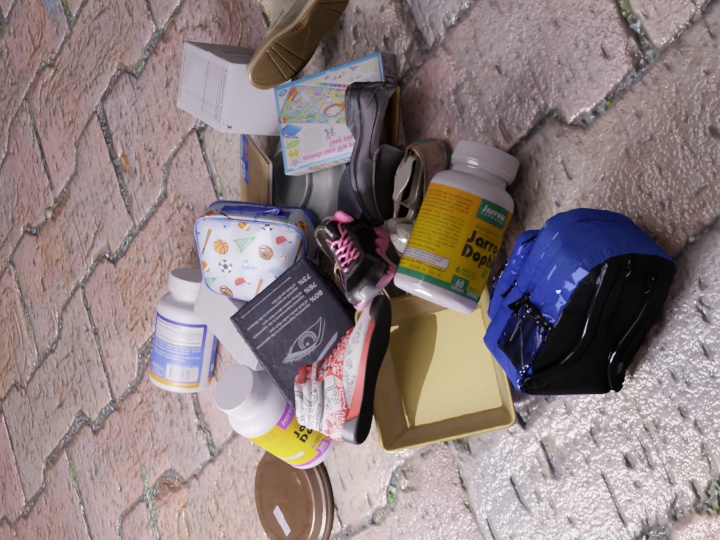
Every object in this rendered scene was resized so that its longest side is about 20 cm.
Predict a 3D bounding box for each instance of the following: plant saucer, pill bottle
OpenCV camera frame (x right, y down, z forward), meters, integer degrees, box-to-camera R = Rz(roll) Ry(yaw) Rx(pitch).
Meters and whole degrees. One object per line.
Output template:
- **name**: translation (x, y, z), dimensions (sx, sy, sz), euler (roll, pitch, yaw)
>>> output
- **plant saucer**: translation (-0.114, 0.369, 1.897), dimensions (0.200, 0.029, 0.201), euler (6, 98, 50)
- **pill bottle**: translation (-0.303, 0.102, 2.047), dimensions (0.112, 0.112, 0.201), euler (27, 113, 47)
- **plant saucer**: translation (-0.093, -0.139, 1.817), dimensions (0.200, 0.050, 0.201), euler (6, 98, 51)
- **pill bottle**: translation (-0.128, 0.215, 1.752), dimensions (0.104, 0.200, 0.105), euler (-20, 51, 27)
- **pill bottle**: translation (0.126, -0.056, 1.470), dimensions (0.113, 0.113, 0.201), euler (18, 86, 49)
- **plant saucer**: translation (0.104, 0.125, 1.549), dimensions (0.199, 0.048, 0.201), euler (-17, 78, 27)

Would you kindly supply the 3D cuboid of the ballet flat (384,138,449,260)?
- **ballet flat**: translation (0.068, -0.083, 1.604), dimensions (0.068, 0.067, 0.201), euler (24, 111, 48)

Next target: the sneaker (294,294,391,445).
- **sneaker**: translation (-0.028, 0.122, 1.555), dimensions (0.108, 0.067, 0.202), euler (13, 95, 24)

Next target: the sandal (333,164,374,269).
- **sandal**: translation (-0.003, -0.076, 1.723), dimensions (0.076, 0.043, 0.201), euler (50, 139, 46)

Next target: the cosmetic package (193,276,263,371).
- **cosmetic package**: translation (-0.169, 0.080, 1.880), dimensions (0.200, 0.113, 0.081), euler (43, 124, 43)

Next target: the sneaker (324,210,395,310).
- **sneaker**: translation (-0.011, -0.021, 1.530), dimensions (0.079, 0.095, 0.200), euler (-45, 19, 14)

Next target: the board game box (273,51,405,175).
- **board game box**: translation (-0.033, -0.225, 1.705), dimensions (0.200, 0.034, 0.135), euler (-11, 83, 35)

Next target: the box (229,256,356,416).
- **box**: translation (-0.066, 0.106, 1.684), dimensions (0.148, 0.104, 0.200), euler (-39, 68, 5)

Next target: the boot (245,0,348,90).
- **boot**: translation (-0.125, -0.375, 1.777), dimensions (0.200, 0.072, 0.155), euler (-50, 45, 0)

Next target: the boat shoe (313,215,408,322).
- **boat shoe**: translation (0.001, -0.002, 1.658), dimensions (0.202, 0.060, 0.072), euler (42, 142, 23)

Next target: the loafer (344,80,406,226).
- **loafer**: translation (0.028, -0.160, 1.602), dimensions (0.072, 0.073, 0.201), euler (-2, 103, 30)

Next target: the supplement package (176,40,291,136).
- **supplement package**: translation (-0.203, -0.291, 1.874), dimensions (0.200, 0.109, 0.114), euler (35, 120, 55)

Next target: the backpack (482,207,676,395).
- **backpack**: translation (0.239, 0.023, 1.323), dimensions (0.168, 0.162, 0.200), euler (55, 133, 38)

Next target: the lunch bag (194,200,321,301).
- **lunch bag**: translation (-0.152, -0.032, 1.801), dimensions (0.199, 0.076, 0.161), euler (5, 119, 18)

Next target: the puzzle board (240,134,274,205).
- **puzzle board**: translation (-0.165, -0.111, 1.883), dimensions (0.151, 0.017, 0.201), euler (-127, 34, -54)
